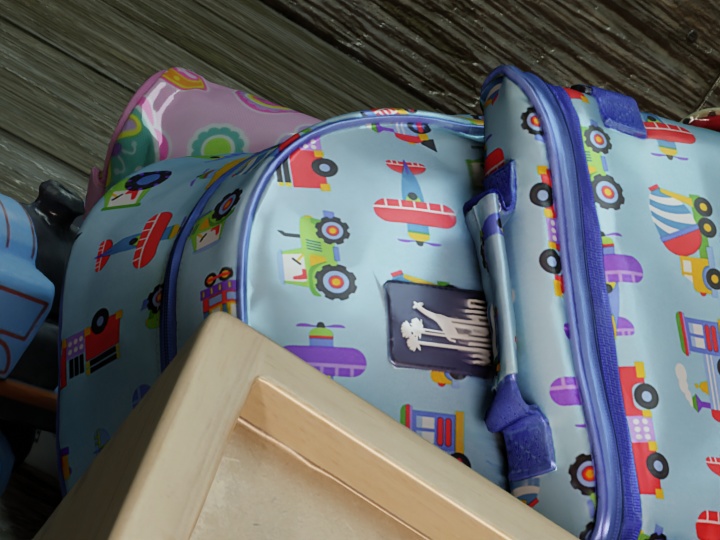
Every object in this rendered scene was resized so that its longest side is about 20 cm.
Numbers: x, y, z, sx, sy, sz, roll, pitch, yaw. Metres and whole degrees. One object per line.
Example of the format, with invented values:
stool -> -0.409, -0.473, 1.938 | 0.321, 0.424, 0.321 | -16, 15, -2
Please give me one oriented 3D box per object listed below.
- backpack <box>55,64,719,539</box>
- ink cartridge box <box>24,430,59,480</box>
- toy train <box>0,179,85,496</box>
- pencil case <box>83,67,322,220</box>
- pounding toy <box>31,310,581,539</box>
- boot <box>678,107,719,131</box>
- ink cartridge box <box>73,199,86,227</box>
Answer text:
backpack -> 0.024, 0.034, 0.714 | 0.199, 0.134, 0.183 | 14, 60, -29
ink cartridge box -> -0.021, 0.069, 0.888 | 0.164, 0.075, 0.200 | 27, -6, -20
toy train -> -0.152, 0.010, 0.770 | 0.087, 0.114, 0.200 | 42, 11, 36
pencil case -> 0.000, 0.000, 0.944 | 0.199, 0.088, 0.087 | 26, 7, 11
pounding toy -> -0.004, 0.131, 0.586 | 0.184, 0.142, 0.200 | 33, 35, -9
boot -> 0.155, 0.041, 0.861 | 0.204, 0.073, 0.154 | 56, -2, 11
ink cartridge box -> -0.069, -0.016, 1.064 | 0.119, 0.199, 0.042 | -18, 96, -77
